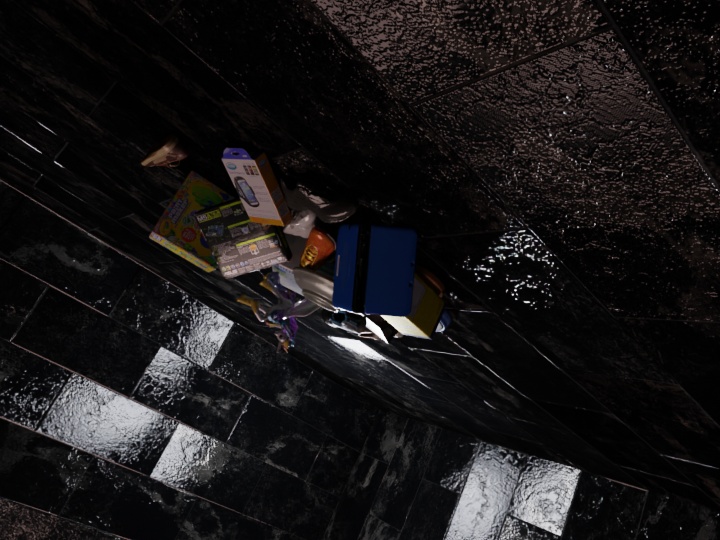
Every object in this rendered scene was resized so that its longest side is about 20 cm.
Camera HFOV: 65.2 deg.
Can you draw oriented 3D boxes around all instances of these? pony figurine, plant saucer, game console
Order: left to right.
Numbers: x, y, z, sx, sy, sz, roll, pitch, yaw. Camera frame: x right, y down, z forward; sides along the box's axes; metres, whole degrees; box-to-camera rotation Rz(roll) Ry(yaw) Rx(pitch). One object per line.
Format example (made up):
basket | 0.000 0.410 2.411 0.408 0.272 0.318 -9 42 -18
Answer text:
pony figurine | -0.212 0.103 1.563 0.200 0.193 0.166 52 152 -12
plant saucer | -0.092 0.060 1.431 0.200 0.050 0.200 26 167 7
game console | 0.029 -0.003 1.286 0.118 0.201 0.171 4 -178 -30
plant saucer | 0.127 0.028 1.497 0.200 0.032 0.200 23 161 8

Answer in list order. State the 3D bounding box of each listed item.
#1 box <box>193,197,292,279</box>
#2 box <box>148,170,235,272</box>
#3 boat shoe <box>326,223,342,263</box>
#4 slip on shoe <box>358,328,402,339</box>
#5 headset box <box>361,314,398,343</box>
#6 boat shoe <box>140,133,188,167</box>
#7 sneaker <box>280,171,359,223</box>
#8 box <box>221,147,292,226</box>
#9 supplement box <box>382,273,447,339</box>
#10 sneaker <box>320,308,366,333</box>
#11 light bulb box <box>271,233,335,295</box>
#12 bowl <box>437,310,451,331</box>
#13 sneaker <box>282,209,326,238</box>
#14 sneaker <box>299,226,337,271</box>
box | -0.302 -0.090 1.456 0.200 0.048 0.193 -15 108 17
box | -0.443 -0.131 1.558 0.192 0.200 0.122 32 163 -19
boat shoe | -0.062 -0.074 1.429 0.066 0.072 0.201 38 157 -8
slip on shoe | 0.070 0.225 2.043 0.200 0.061 0.076 9 155 41
headset box | 0.023 0.121 1.751 0.200 0.075 0.149 36 167 26
boat shoe | -0.493 -0.288 1.426 0.072 0.072 0.200 39 151 -30
sneaker | -0.096 -0.164 1.229 0.200 0.076 0.091 15 152 26
box | -0.242 -0.198 1.299 0.119 0.041 0.200 11 133 38
supplement box | 0.110 0.076 1.430 0.109 0.109 0.200 4 150 48
sneaker | -0.066 0.133 1.691 0.082 0.073 0.200 26 169 -37
light bulb box | -0.140 -0.006 1.613 0.198 0.125 0.200 26 160 4
bowl | 0.170 0.122 1.676 0.200 0.039 0.201 24 161 9
sneaker | -0.124 -0.123 1.388 0.099 0.078 0.200 22 170 -15
sneaker | -0.107 -0.042 1.366 0.073 0.077 0.200 35 155 6
